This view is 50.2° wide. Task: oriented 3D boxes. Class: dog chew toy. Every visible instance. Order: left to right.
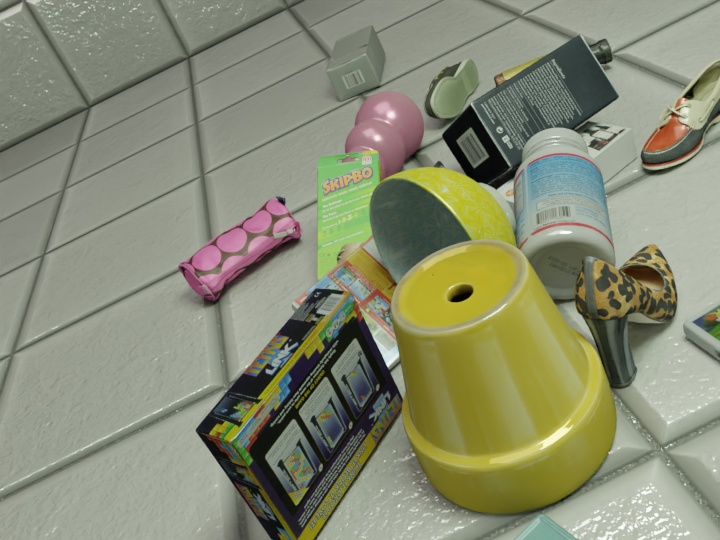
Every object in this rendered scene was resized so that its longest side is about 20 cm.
[{"bbox_3d":[0.029,-0.212,1.310,0.123,0.125,0.201,1,48,38],"label":"dog chew toy"}]

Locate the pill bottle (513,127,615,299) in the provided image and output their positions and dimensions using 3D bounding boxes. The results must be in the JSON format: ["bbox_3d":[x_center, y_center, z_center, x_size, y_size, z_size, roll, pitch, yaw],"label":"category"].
[{"bbox_3d":[0.236,-0.074,0.910,0.108,0.109,0.202,-12,45,22],"label":"pill bottle"}]

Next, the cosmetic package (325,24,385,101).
[{"bbox_3d":[-0.008,-0.482,1.778,0.106,0.091,0.201,-19,34,17],"label":"cosmetic package"}]

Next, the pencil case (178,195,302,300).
[{"bbox_3d":[-0.189,-0.032,1.233,0.199,0.091,0.093,-39,46,-16],"label":"pencil case"}]

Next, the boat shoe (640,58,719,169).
[{"bbox_3d":[0.443,-0.210,1.041,0.200,0.063,0.071,-41,35,-20],"label":"boat shoe"}]

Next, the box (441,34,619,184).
[{"bbox_3d":[0.241,-0.223,1.115,0.199,0.108,0.148,-34,0,-11],"label":"box"}]

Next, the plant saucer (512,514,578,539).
[{"bbox_3d":[0.183,0.254,0.574,0.070,0.019,0.199,-37,33,-17],"label":"plant saucer"}]

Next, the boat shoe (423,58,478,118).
[{"bbox_3d":[0.161,-0.334,1.442,0.060,0.072,0.201,-7,28,36],"label":"boat shoe"}]

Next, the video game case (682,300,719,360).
[{"bbox_3d":[0.433,0.047,0.696,0.199,0.022,0.182,-30,31,-4],"label":"video game case"}]

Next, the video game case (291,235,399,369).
[{"bbox_3d":[0.034,0.029,0.954,0.200,0.018,0.143,-40,69,-22],"label":"video game case"}]

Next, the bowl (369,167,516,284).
[{"bbox_3d":[0.113,-0.040,0.875,0.107,0.202,0.199,-34,31,-24],"label":"bowl"}]

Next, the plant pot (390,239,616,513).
[{"bbox_3d":[0.117,0.085,0.713,0.199,0.190,0.202,-19,32,12],"label":"plant pot"}]

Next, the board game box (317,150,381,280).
[{"bbox_3d":[-0.015,-0.079,1.112,0.094,0.030,0.202,-5,68,9],"label":"board game box"}]

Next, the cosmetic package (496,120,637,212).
[{"bbox_3d":[0.279,-0.131,1.057,0.199,0.051,0.082,-37,31,-17],"label":"cosmetic package"}]

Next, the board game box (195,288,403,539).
[{"bbox_3d":[-0.050,0.145,0.770,0.056,0.166,0.200,6,42,39],"label":"board game box"}]

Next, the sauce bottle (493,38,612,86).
[{"bbox_3d":[0.332,-0.342,1.326,0.198,0.066,0.066,-17,31,12],"label":"sauce bottle"}]

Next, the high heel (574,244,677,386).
[{"bbox_3d":[0.270,-0.003,0.774,0.071,0.143,0.201,-1,38,35],"label":"high heel"}]

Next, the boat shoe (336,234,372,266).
[{"bbox_3d":[0.000,0.000,1.021,0.072,0.076,0.200,43,65,14],"label":"boat shoe"}]

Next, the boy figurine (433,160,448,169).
[{"bbox_3d":[0.048,-0.092,1.162,0.198,0.065,0.125,-24,34,-1],"label":"boy figurine"}]
